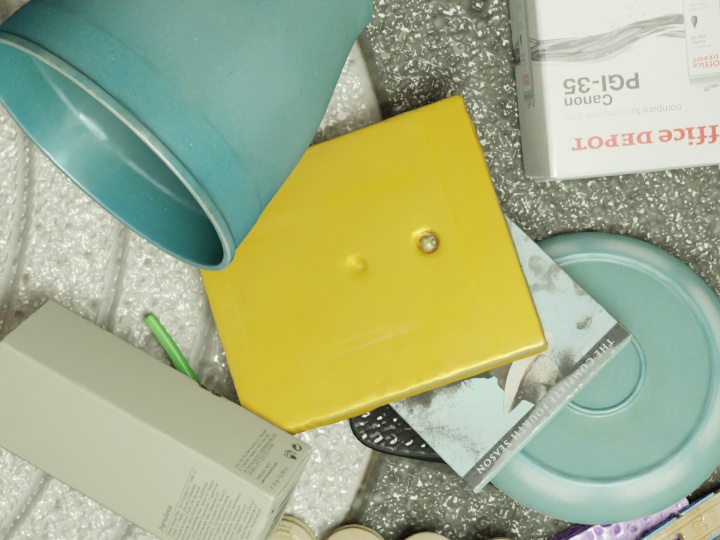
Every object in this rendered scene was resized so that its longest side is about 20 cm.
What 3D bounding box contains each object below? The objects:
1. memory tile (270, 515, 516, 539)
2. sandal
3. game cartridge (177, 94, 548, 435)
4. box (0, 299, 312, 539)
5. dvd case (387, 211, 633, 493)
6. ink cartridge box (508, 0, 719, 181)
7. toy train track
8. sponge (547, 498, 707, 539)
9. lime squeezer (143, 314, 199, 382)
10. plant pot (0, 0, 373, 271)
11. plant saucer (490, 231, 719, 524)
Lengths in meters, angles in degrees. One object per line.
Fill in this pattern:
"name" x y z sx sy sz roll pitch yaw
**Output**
"memory tile" 0.018 0.247 1.211 0.200 0.017 0.153 4 94 6
"sandal" 0.091 0.111 1.223 0.200 0.045 0.075 14 75 7
"game cartridge" 0.000 0.000 1.172 0.200 0.032 0.176 -19 78 6
"box" -0.138 0.106 1.143 0.200 0.068 0.082 30 123 7
"dvd case" 0.056 0.025 1.186 0.146 0.022 0.200 -44 76 -2
"ink cartridge box" 0.178 -0.163 1.192 0.146 0.083 0.200 -6 94 -6
"toy train track" 0.247 0.163 1.222 0.200 0.033 0.115 -29 95 -18
"sponge" 0.151 0.236 1.241 0.200 0.030 0.112 -28 96 -4
"lime squeezer" -0.108 0.129 1.208 0.071 0.038 0.200 2 95 24
"plant pot" -0.099 -0.135 1.117 0.200 0.200 0.188 42 73 -7
"plant saucer" 0.155 0.066 1.196 0.200 0.027 0.200 -1 73 3
